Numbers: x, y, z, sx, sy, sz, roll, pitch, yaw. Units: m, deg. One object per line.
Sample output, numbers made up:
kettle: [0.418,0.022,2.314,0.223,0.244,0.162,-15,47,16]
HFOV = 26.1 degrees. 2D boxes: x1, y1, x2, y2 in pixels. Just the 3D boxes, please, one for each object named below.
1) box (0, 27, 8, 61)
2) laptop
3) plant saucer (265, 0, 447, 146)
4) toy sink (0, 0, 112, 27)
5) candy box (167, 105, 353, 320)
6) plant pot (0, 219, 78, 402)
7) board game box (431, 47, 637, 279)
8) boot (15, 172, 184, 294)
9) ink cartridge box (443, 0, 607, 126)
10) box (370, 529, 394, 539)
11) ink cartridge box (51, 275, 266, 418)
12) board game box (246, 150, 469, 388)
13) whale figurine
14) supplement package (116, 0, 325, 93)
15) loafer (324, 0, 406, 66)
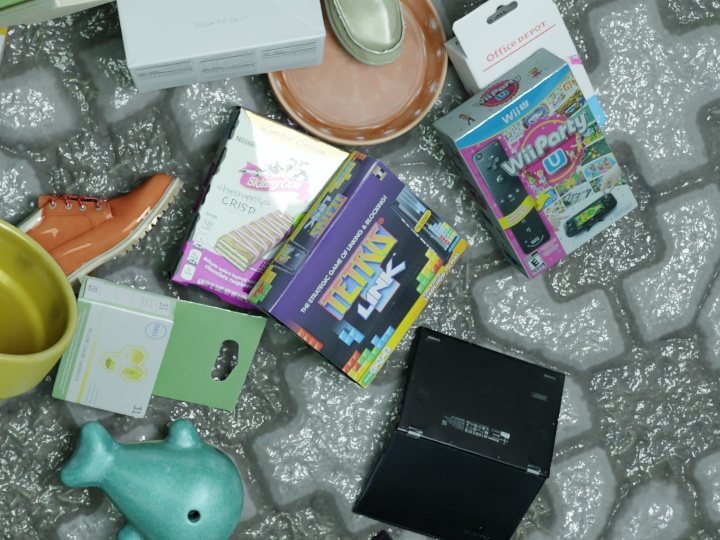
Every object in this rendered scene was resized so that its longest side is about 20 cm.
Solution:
box: [-0.436,-0.176,1.572,0.119,0.041,0.201,13,66,-12]
laptop: [0.114,0.197,1.781,0.187,0.116,0.200,19,65,-13]
plant saucer: [-0.006,-0.233,1.676,0.200,0.032,0.201,1,87,-10]
toy sink: [-0.330,-0.310,1.521,0.112,0.200,0.131,-22,103,-43]
candy box: [-0.108,-0.061,1.679,0.136,0.061,0.200,21,93,-13]
plant pot: [-0.416,0.070,1.567,0.201,0.201,0.189,34,121,-13]
board game box: [0.187,-0.112,1.657,0.147,0.064,0.200,-35,121,-3]
boot: [-0.284,-0.055,1.645,0.200,0.075,0.107,-38,97,-2]
ink cartridge box: [0.171,-0.219,1.677,0.115,0.068,0.200,-33,120,-5]
box: [0.000,0.412,1.736,0.200,0.115,0.132,-40,104,-2]
ink cartridge box: [-0.215,0.093,1.656,0.199,0.048,0.146,15,126,-10]
board game box: [0.000,0.000,1.672,0.165,0.057,0.200,40,82,-36]
whale figurine: [-0.219,0.235,1.672,0.200,0.104,0.159,28,92,-19]
supplement package: [-0.147,-0.283,1.592,0.199,0.111,0.156,-10,83,-4]
loafer: [-0.006,-0.312,1.630,0.075,0.068,0.201,-20,90,-10]
